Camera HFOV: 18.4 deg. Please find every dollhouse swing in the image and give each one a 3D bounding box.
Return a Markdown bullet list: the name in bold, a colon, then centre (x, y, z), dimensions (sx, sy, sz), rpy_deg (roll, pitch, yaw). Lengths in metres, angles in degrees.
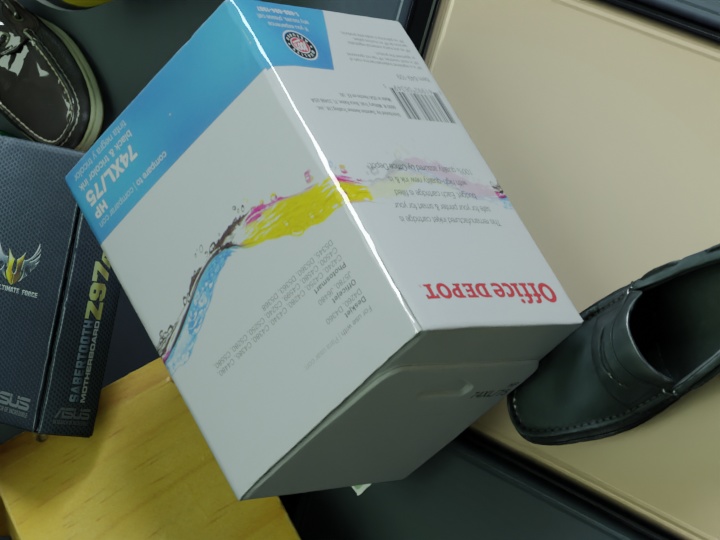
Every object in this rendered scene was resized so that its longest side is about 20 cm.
- **dollhouse swing**: centre (-0.115, 0.200, 1.302), dimensions (0.181, 0.176, 0.201), rpy_deg (-28, 55, -5)

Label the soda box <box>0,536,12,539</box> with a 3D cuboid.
- **soda box**: centre (-0.257, 0.214, 1.411), dimensions (0.068, 0.063, 0.202), rpy_deg (-7, 86, 57)

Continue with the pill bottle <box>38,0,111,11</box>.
- **pill bottle**: centre (-0.113, -0.225, 1.271), dimensions (0.199, 0.112, 0.113), rpy_deg (-14, 83, 37)

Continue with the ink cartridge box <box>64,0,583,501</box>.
- **ink cartridge box**: centre (-0.019, -0.010, 1.125), dimensions (0.146, 0.146, 0.201), rpy_deg (-43, 66, 29)

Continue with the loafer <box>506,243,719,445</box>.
- **loafer**: centre (0.145, 0.032, 1.104), dimensions (0.200, 0.070, 0.069), rpy_deg (-31, 72, 34)

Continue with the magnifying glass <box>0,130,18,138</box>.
- **magnifying glass**: centre (-0.286, -0.038, 1.467), dimensions (0.199, 0.022, 0.080), rpy_deg (-17, 81, 35)

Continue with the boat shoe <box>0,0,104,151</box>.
- **boat shoe**: centre (-0.237, -0.144, 1.397), dimensions (0.200, 0.065, 0.073), rpy_deg (46, 115, 26)

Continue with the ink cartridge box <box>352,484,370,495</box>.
- **ink cartridge box**: centre (0.000, 0.000, 1.230), dimensions (0.146, 0.048, 0.201), rpy_deg (-48, 66, 28)

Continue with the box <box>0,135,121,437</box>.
- **box**: centre (-0.225, -0.001, 1.287), dimensions (0.199, 0.051, 0.159), rpy_deg (13, 91, 36)
